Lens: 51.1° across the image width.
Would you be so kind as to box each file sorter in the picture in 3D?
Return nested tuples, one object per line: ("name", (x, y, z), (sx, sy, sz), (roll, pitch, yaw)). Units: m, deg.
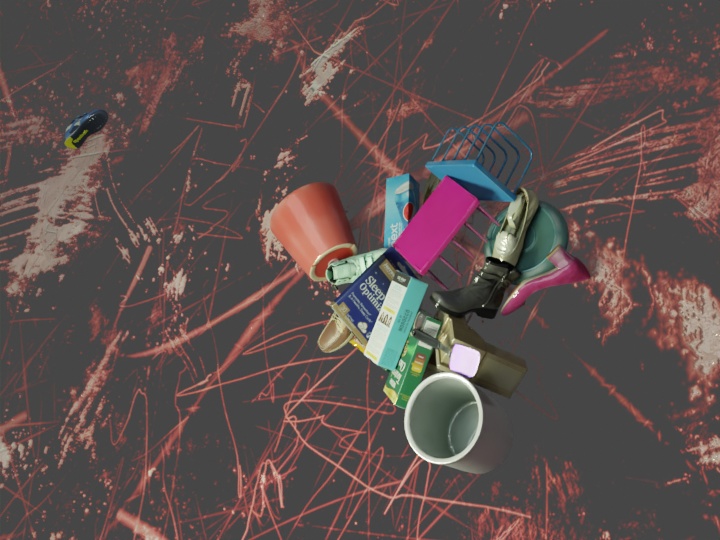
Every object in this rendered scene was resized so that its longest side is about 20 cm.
("file sorter", (0.269, -0.246, 1.694), (0.125, 0.138, 0.199), (-59, 26, -9))
("file sorter", (0.200, -0.077, 1.704), (0.201, 0.124, 0.139), (-52, 38, 7))

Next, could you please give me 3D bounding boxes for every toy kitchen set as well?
("toy kitchen set", (0.232, 0.188, 1.633), (0.201, 0.176, 0.166), (-85, 19, -62))

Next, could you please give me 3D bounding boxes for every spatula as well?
("spatula", (0.164, 0.156, 1.507), (0.199, 0.020, 0.058), (27, 107, 54))

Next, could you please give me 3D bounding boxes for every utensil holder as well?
("utensil holder", (0.202, 0.313, 1.512), (0.166, 0.199, 0.175), (-12, 65, 26))

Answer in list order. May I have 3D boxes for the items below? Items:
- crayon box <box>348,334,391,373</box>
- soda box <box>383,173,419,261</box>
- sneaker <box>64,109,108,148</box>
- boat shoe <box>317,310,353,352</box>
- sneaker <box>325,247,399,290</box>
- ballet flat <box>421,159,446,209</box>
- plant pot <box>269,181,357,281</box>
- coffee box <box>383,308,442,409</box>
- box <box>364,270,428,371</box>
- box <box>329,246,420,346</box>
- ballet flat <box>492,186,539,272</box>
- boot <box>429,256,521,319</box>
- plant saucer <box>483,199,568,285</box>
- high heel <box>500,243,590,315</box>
("crayon box", (0.037, 0.141, 1.775), (0.198, 0.058, 0.120), (33, 90, 37))
("soda box", (0.102, -0.128, 1.840), (0.066, 0.064, 0.206), (-9, 67, 29))
("sneaker", (-0.984, -0.522, 2.685), (0.197, 0.074, 0.084), (-31, 55, 17))
("boat shoe", (-0.036, 0.103, 1.755), (0.201, 0.071, 0.076), (-50, 53, 5))
("sneaker", (0.000, 0.000, 1.785), (0.198, 0.116, 0.076), (-14, 92, 52))
("ballet flat", (0.181, -0.172, 1.825), (0.067, 0.046, 0.205), (-17, 51, 61))
("plant pot", (-0.106, -0.087, 1.891), (0.199, 0.200, 0.179), (-38, 65, 13))
("coffee box", (0.111, 0.190, 1.639), (0.123, 0.043, 0.205), (-144, 74, -78))
("box", (0.077, 0.109, 1.661), (0.082, 0.048, 0.205), (26, 95, 65))
("box", (0.040, 0.055, 1.705), (0.200, 0.122, 0.032), (-44, 14, -10))
("ballet flat", (0.329, -0.089, 1.646), (0.068, 0.069, 0.205), (16, 80, 35))
("boot", (0.242, 0.027, 1.590), (0.070, 0.196, 0.134), (49, 124, 40))
("plant saucer", (0.362, -0.069, 1.674), (0.196, 0.027, 0.206), (-13, 65, 29))
("high heel", (0.390, 0.046, 1.602), (0.096, 0.067, 0.201), (43, 104, 5))
